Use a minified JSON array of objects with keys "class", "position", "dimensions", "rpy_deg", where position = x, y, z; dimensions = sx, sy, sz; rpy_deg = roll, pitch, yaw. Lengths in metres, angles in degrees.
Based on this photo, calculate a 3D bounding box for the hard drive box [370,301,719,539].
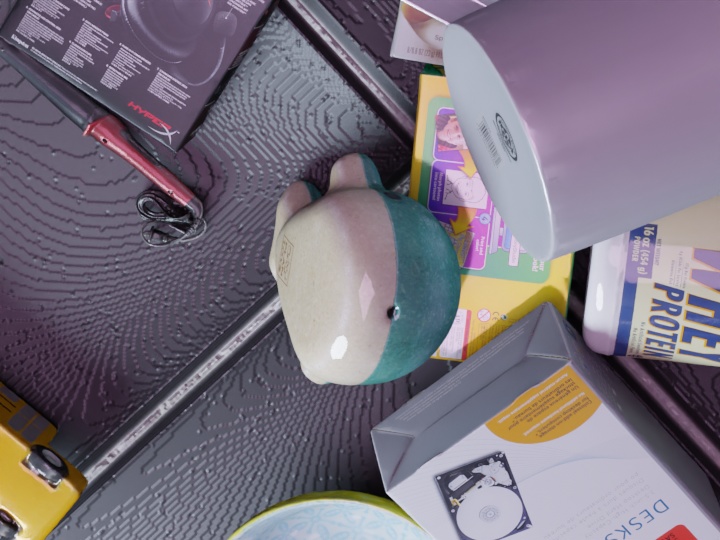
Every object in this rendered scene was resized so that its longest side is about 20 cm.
[{"class":"hard drive box","position":[0.130,0.144,1.534],"dimensions":[0.156,0.077,0.200],"rpy_deg":[-37,120,13]}]

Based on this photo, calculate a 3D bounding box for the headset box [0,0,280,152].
[{"class":"headset box","position":[-0.127,-0.206,1.523],"dimensions":[0.148,0.075,0.200],"rpy_deg":[33,104,-2]}]

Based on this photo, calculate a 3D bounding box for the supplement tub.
[{"class":"supplement tub","position":[0.251,-0.006,1.488],"dimensions":[0.199,0.145,0.145],"rpy_deg":[6,103,5]}]

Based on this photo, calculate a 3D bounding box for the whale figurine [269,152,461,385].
[{"class":"whale figurine","position":[0.000,0.000,1.507],"dimensions":[0.103,0.200,0.160],"rpy_deg":[4,103,-20]}]

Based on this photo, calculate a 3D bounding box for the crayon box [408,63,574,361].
[{"class":"crayon box","position":[0.091,-0.036,1.544],"dimensions":[0.118,0.058,0.201],"rpy_deg":[7,103,5]}]

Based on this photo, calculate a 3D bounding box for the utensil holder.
[{"class":"utensil holder","position":[0.172,-0.114,1.375],"dimensions":[0.200,0.170,0.170],"rpy_deg":[-23,100,-10]}]

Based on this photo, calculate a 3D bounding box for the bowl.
[{"class":"bowl","position":[-0.011,0.238,1.590],"dimensions":[0.199,0.108,0.201],"rpy_deg":[1,103,6]}]

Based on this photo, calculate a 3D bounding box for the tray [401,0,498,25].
[{"class":"tray","position":[0.059,-0.216,1.444],"dimensions":[0.200,0.022,0.108],"rpy_deg":[29,103,-1]}]

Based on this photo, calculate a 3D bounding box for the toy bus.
[{"class":"toy bus","position":[-0.285,0.107,1.608],"dimensions":[0.200,0.078,0.065],"rpy_deg":[39,103,-3]}]

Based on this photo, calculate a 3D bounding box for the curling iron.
[{"class":"curling iron","position":[-0.185,-0.092,1.579],"dimensions":[0.050,0.026,0.200],"rpy_deg":[-43,94,10]}]

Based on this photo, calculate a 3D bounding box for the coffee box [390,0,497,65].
[{"class":"coffee box","position":[0.091,-0.234,1.489],"dimensions":[0.114,0.080,0.201],"rpy_deg":[9,103,4]}]
